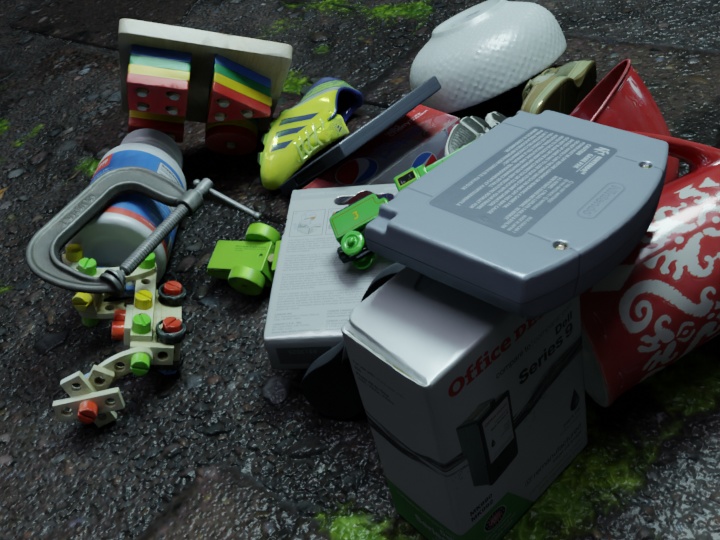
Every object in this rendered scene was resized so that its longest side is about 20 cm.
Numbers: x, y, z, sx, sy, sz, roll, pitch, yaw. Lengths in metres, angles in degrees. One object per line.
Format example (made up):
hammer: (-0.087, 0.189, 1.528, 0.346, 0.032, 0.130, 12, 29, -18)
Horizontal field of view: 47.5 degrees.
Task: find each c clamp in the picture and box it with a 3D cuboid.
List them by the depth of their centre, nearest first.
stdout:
c clamp: (-0.224, -0.042, 0.818, 0.169, 0.027, 0.200, 30, 54, 17)

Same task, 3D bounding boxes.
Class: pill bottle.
pill bottle: (-0.263, -0.076, 0.951, 0.109, 0.114, 0.202, -11, 40, 8)

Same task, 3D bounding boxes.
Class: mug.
mug: (0.231, -0.020, 0.610, 0.197, 0.180, 0.134, -27, 28, 1)

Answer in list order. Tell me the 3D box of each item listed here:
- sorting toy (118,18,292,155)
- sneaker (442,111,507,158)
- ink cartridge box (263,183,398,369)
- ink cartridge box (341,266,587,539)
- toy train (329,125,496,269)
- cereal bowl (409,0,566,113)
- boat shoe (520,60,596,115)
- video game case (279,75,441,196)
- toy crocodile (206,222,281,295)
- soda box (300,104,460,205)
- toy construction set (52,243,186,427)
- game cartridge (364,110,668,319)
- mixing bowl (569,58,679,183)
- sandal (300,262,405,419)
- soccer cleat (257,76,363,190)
sorting toy: (-0.196, -0.209, 1.002, 0.194, 0.200, 0.071, 5, 74, -14)
sneaker: (0.124, -0.102, 0.830, 0.080, 0.084, 0.199, 42, 24, 9)
ink cartridge box: (0.000, 0.000, 0.768, 0.158, 0.051, 0.203, -3, 42, 8)
ink cartridge box: (0.081, 0.084, 0.568, 0.145, 0.203, 0.083, -38, 44, -23)
toy train: (0.062, -0.068, 0.720, 0.197, 0.042, 0.057, -28, 58, 8)
cereal bowl: (0.144, -0.271, 0.996, 0.197, 0.084, 0.201, -25, 20, 10)
boat shoe: (0.212, -0.192, 0.919, 0.062, 0.075, 0.201, 10, 33, 28)
video game case: (-0.006, -0.147, 0.924, 0.142, 0.019, 0.199, -39, 8, -22)
toy crocodile: (-0.074, -0.007, 0.846, 0.196, 0.062, 0.069, -2, 57, 26)
soda box: (0.027, -0.103, 0.911, 0.199, 0.064, 0.069, -38, 42, -23)
toy construction set: (-0.238, 0.055, 0.807, 0.128, 0.093, 0.203, 4, 46, -14)
game cartridge: (0.112, -0.043, 0.522, 0.132, 0.041, 0.199, 21, 41, 35)
mixing bowl: (0.213, -0.076, 0.740, 0.108, 0.201, 0.201, 38, 56, 0)
sandal: (0.013, 0.069, 0.644, 0.075, 0.201, 0.043, 33, 43, -3)
soccer cleat: (-0.061, -0.175, 1.028, 0.082, 0.065, 0.202, 17, 52, 18)
